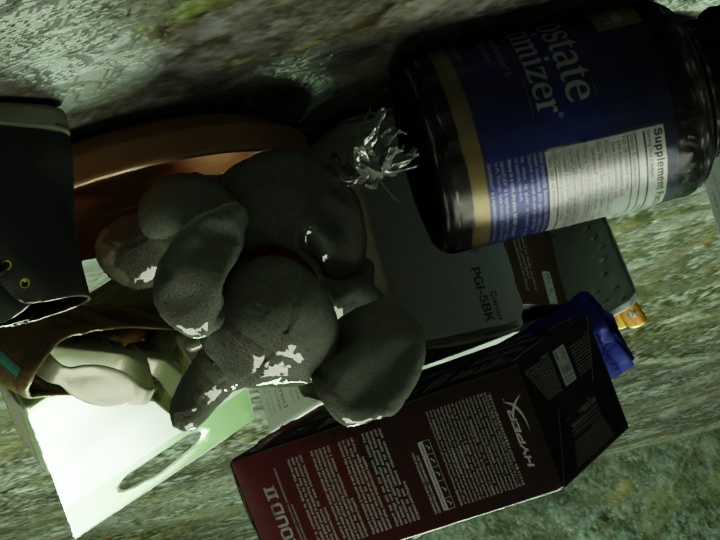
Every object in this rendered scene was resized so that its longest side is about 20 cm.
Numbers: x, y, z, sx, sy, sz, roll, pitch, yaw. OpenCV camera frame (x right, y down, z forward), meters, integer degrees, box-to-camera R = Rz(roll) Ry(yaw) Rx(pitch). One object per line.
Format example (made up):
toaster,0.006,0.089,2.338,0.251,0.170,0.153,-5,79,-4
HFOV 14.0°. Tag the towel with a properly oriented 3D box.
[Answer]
towel,0.074,0.080,1.858,0.200,0.050,0.148,-31,164,5

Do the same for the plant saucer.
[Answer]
plant saucer,-0.126,-0.048,1.649,0.200,0.032,0.200,-15,168,-3

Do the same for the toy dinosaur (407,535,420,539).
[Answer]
toy dinosaur,0.058,0.128,1.804,0.200,0.048,0.088,-37,177,22

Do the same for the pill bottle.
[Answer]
pill bottle,0.125,-0.084,1.599,0.200,0.112,0.112,-14,169,-8

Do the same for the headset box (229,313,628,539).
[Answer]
headset box,0.032,0.100,1.636,0.200,0.075,0.149,-20,-177,21

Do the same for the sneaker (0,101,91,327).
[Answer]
sneaker,-0.211,-0.025,1.438,0.200,0.106,0.075,-5,165,-45

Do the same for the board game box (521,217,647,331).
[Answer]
board game box,0.094,0.037,2.017,0.200,0.026,0.200,-31,-159,8

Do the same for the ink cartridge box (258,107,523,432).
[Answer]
ink cartridge box,0.000,0.000,1.759,0.083,0.147,0.200,-11,168,-29

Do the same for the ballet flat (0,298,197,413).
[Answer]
ballet flat,-0.128,0.051,1.641,0.200,0.072,0.068,7,119,-46

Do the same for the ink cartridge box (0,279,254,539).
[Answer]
ink cartridge box,-0.141,0.072,1.784,0.145,0.048,0.200,-33,157,-13

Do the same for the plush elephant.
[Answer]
plush elephant,-0.052,0.019,1.552,0.200,0.165,0.155,-44,-166,42

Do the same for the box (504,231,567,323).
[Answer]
box,0.030,0.008,1.974,0.200,0.100,0.075,-21,168,28

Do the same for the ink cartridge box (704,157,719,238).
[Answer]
ink cartridge box,0.276,-0.087,1.709,0.084,0.145,0.200,-11,168,-23
